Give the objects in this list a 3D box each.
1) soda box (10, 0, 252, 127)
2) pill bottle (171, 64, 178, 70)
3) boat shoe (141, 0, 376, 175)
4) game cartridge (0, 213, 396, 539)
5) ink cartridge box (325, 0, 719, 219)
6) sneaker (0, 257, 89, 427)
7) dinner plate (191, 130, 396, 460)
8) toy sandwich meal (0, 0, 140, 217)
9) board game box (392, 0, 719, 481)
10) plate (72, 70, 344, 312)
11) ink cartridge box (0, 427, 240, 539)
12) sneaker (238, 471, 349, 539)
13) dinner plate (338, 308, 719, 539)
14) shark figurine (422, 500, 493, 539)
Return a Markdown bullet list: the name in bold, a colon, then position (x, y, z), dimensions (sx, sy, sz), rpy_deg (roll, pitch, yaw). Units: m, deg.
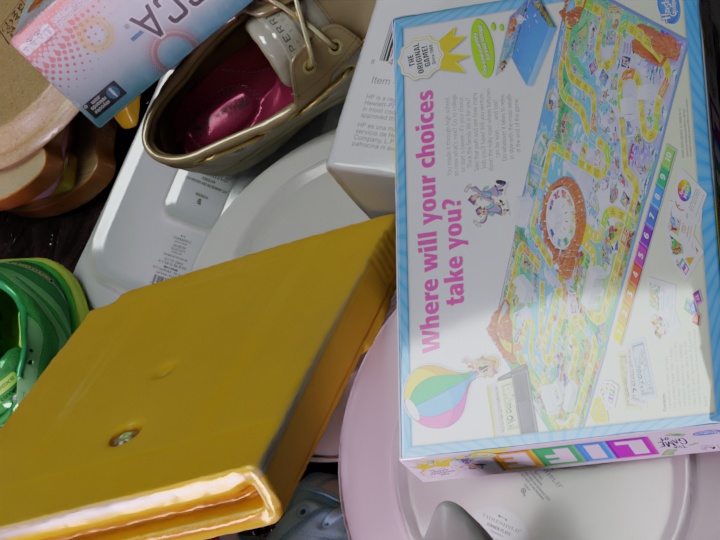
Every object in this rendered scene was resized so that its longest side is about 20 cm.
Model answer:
- **soda box**: position (-0.080, -0.162, 1.077), dimensions (0.200, 0.068, 0.064), rpy_deg (-36, 23, 23)
- **pill bottle**: position (-0.062, -0.207, 1.153), dimensions (0.200, 0.116, 0.116), rpy_deg (-36, 51, 22)
- **boat shoe**: position (-0.032, -0.112, 1.091), dimensions (0.200, 0.069, 0.074), rpy_deg (-42, 79, 25)
- **game cartridge**: position (-0.079, 0.056, 0.950), dimensions (0.176, 0.032, 0.200), rpy_deg (-16, 24, 28)
- **ink cartridge box**: position (0.088, -0.112, 0.990), dimensions (0.146, 0.086, 0.200), rpy_deg (9, 71, 24)
- **sneaker**: position (-0.175, 0.081, 1.174), dimensions (0.074, 0.084, 0.200), rpy_deg (-42, 59, 29)
- **dinner plate**: position (0.000, 0.000, 1.049), dimensions (0.200, 0.024, 0.200), rpy_deg (-12, 54, 17)
- **toy sandwich meal**: position (-0.183, -0.128, 1.300), dimensions (0.205, 0.070, 0.205), rpy_deg (-26, 49, 34)
- **board game box**: position (0.082, -0.020, 0.887), dimensions (0.134, 0.034, 0.200), rpy_deg (-7, 67, 17)
- **plate**: position (-0.075, -0.043, 1.184), dimensions (0.200, 0.032, 0.200), rpy_deg (20, 86, 45)
- **ink cartridge box**: position (-0.156, 0.153, 0.975), dimensions (0.176, 0.200, 0.084), rpy_deg (-123, 36, -52)
- **sneaker**: position (0.000, 0.127, 0.996), dimensions (0.200, 0.074, 0.082), rpy_deg (-24, 79, 33)
- **dinner plate**: position (0.077, 0.083, 0.903), dimensions (0.200, 0.024, 0.200), rpy_deg (-2, 86, 27)
- **shark figurine**: position (0.105, 0.192, 0.849), dimensions (0.214, 0.090, 0.128), rpy_deg (23, 120, 7)
